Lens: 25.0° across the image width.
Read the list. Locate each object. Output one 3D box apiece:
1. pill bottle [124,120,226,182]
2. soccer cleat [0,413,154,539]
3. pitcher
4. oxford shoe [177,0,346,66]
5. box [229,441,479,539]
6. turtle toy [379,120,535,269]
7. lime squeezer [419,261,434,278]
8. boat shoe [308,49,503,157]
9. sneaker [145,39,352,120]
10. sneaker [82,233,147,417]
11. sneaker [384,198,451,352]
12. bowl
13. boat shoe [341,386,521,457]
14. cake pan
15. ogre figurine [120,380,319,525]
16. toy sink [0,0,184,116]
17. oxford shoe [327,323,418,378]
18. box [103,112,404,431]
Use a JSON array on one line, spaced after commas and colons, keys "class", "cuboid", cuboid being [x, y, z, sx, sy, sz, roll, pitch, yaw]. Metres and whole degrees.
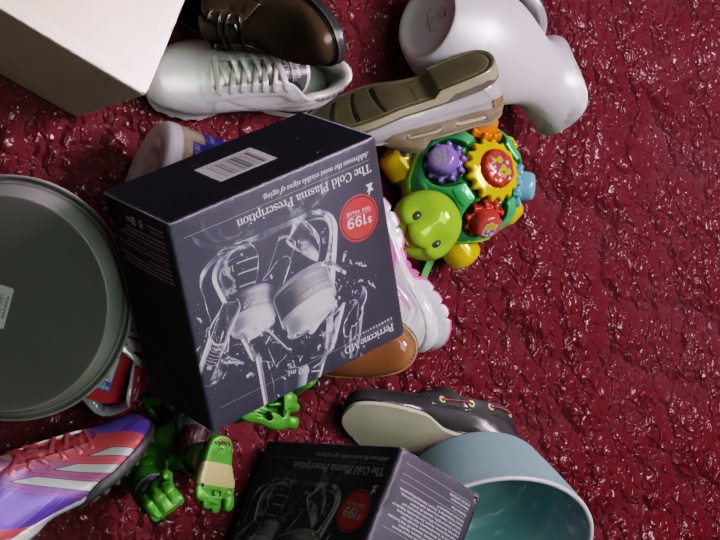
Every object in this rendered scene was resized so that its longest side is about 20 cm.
[{"class": "pill bottle", "cuboid": [-0.103, -0.045, 1.430, 0.200, 0.120, 0.120, 19, 75, -24]}, {"class": "soccer cleat", "cuboid": [-0.261, 0.168, 1.333, 0.200, 0.068, 0.073, -35, 107, -19]}, {"class": "pitcher", "cuboid": [0.132, -0.242, 1.654, 0.200, 0.121, 0.172, 18, 51, -41]}, {"class": "oxford shoe", "cuboid": [-0.095, -0.213, 1.430, 0.084, 0.200, 0.073, -33, 131, -34]}, {"class": "box", "cuboid": [-0.022, 0.255, 1.424, 0.104, 0.200, 0.183, 34, 67, -31]}, {"class": "turtle toy", "cuboid": [0.096, -0.078, 1.600, 0.200, 0.101, 0.146, -43, 104, -32]}, {"class": "lime squeezer", "cuboid": [0.021, 0.032, 1.585, 0.200, 0.038, 0.071, -22, 99, -35]}, {"class": "boat shoe", "cuboid": [0.042, -0.143, 1.552, 0.075, 0.199, 0.069, -99, 170, -52]}, {"class": "sneaker", "cuboid": [-0.105, -0.179, 1.484, 0.200, 0.080, 0.077, -6, 92, -35]}, {"class": "sneaker", "cuboid": [-0.194, 0.036, 1.336, 0.113, 0.071, 0.200, -56, 161, -46]}, {"class": "sneaker", "cuboid": [0.000, 0.000, 1.524, 0.088, 0.081, 0.200, -28, 80, -31]}, {"class": "bowl", "cuboid": [0.114, 0.231, 1.563, 0.201, 0.201, 0.105, 28, 30, -31]}, {"class": "boat shoe", "cuboid": [0.068, 0.151, 1.597, 0.201, 0.074, 0.063, 16, 44, -26]}, {"class": "cake pan", "cuboid": [-0.283, 0.025, 1.290, 0.200, 0.037, 0.201, 0, 97, 2]}, {"class": "ogre figurine", "cuboid": [-0.134, 0.141, 1.410, 0.098, 0.120, 0.200, 43, 64, -30]}, {"class": "toy sink", "cuboid": [-0.268, -0.229, 1.337, 0.200, 0.130, 0.112, 29, 69, -30]}, {"class": "oxford shoe", "cuboid": [-0.045, 0.064, 1.460, 0.199, 0.071, 0.072, 9, 101, -5]}, {"class": "box", "cuboid": [-0.080, -0.003, 1.301, 0.200, 0.104, 0.183, -26, 121, -30]}]
